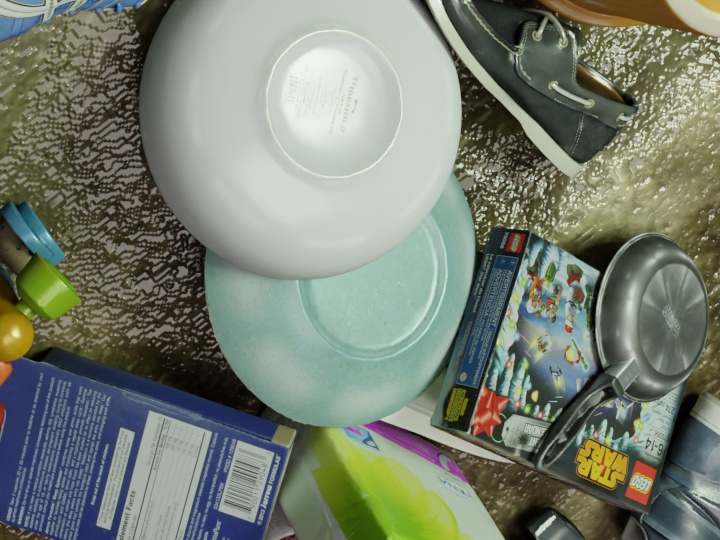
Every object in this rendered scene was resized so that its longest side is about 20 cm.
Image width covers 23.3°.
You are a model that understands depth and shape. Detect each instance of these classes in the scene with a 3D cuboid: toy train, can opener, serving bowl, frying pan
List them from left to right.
[{"bbox_3d":[-0.204,0.038,0.980,0.115,0.200,0.085,-40,123,-3],"label":"toy train"},{"bbox_3d":[-0.026,-0.095,1.013,0.198,0.066,0.203,0,90,-20],"label":"serving bowl"},{"bbox_3d":[0.165,0.266,1.318,0.078,0.063,0.201,-35,122,-2],"label":"can opener"},{"bbox_3d":[0.174,0.045,1.155,0.189,0.031,0.116,-26,110,-40],"label":"frying pan"}]

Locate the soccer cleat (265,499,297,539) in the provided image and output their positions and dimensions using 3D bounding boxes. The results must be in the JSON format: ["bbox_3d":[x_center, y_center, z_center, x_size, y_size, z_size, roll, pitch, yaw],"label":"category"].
[{"bbox_3d":[-0.017,0.217,1.208,0.070,0.086,0.200,-42,123,4],"label":"soccer cleat"}]

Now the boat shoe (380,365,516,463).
[{"bbox_3d":[0.065,0.074,1.184,0.198,0.072,0.069,21,107,-19],"label":"boat shoe"}]

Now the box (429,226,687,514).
[{"bbox_3d":[0.143,0.071,1.173,0.199,0.040,0.138,26,79,-40],"label":"box"}]

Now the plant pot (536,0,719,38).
[{"bbox_3d":[0.180,-0.221,1.003,0.198,0.183,0.202,-9,119,-16],"label":"plant pot"}]

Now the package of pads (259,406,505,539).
[{"bbox_3d":[0.024,0.167,1.131,0.154,0.200,0.068,31,103,-31],"label":"package of pads"}]

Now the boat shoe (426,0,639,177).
[{"bbox_3d":[0.101,-0.139,1.076,0.067,0.072,0.200,-34,132,18],"label":"boat shoe"}]

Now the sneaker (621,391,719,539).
[{"bbox_3d":[0.289,0.202,1.316,0.202,0.077,0.147,34,89,-22],"label":"sneaker"}]

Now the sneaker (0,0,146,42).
[{"bbox_3d":[-0.158,-0.167,0.963,0.199,0.076,0.077,-35,118,1],"label":"sneaker"}]

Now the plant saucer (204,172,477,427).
[{"bbox_3d":[0.000,0.000,1.088,0.199,0.039,0.204,-2,95,-30],"label":"plant saucer"}]

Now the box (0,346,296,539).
[{"bbox_3d":[-0.151,0.126,1.110,0.198,0.032,0.122,18,111,2],"label":"box"}]
